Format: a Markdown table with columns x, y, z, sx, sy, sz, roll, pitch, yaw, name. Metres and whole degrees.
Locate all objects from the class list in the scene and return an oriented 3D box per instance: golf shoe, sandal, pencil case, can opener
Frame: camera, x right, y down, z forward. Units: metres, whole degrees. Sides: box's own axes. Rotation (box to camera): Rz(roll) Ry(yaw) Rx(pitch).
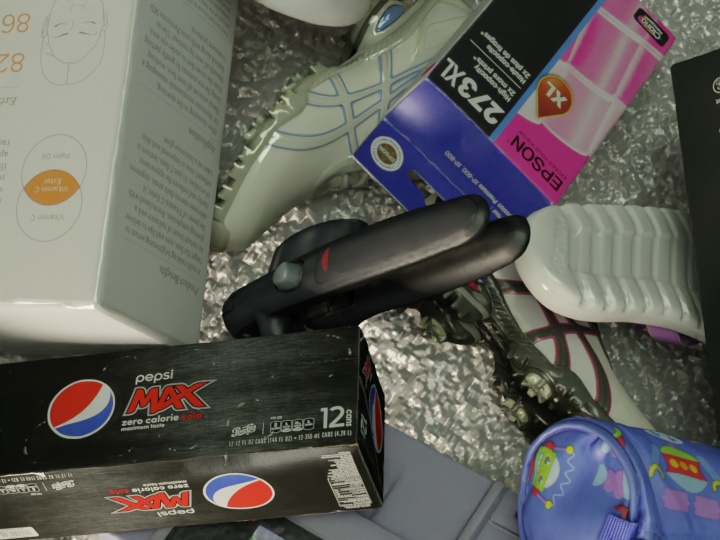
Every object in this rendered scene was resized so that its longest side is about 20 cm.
| x | y | z | sx | sy | sz | roll | pitch | yaw | name |
| --- | --- | --- | --- | --- | --- | --- | --- | --- | --- |
| 0.001 | -0.071 | 0.892 | 0.097 | 0.078 | 0.200 | 42 | 78 | 0 | golf shoe |
| 0.100 | 0.033 | 0.873 | 0.200 | 0.077 | 0.088 | 46 | 66 | 5 | golf shoe |
| 0.154 | 0.008 | 0.873 | 0.202 | 0.050 | 0.083 | 15 | 54 | -31 | sandal |
| 0.166 | 0.123 | 0.802 | 0.200 | 0.087 | 0.078 | 13 | 110 | -36 | pencil case |
| 0.000 | 0.000 | 0.814 | 0.063 | 0.200 | 0.079 | 10 | 73 | -34 | can opener |

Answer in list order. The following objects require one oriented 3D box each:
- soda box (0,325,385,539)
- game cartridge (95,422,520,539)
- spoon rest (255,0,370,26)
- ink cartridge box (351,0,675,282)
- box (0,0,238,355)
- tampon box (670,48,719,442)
| x | y | z | sx | sy | sz | roll | pitch | yaw | name |
| --- | --- | --- | --- | --- | --- | --- | --- | --- | --- |
| -0.090 | 0.080 | 0.805 | 0.200 | 0.063 | 0.071 | -6 | 51 | 10 | soda box |
| -0.018 | 0.129 | 0.820 | 0.200 | 0.038 | 0.130 | 26 | 60 | 21 | game cartridge |
| -0.046 | -0.192 | 0.893 | 0.099 | 0.061 | 0.200 | 15 | 40 | -23 | spoon rest |
| 0.085 | -0.093 | 0.878 | 0.095 | 0.037 | 0.200 | 44 | 57 | -8 | ink cartridge box |
| -0.159 | -0.065 | 0.835 | 0.152 | 0.106 | 0.200 | 0 | 75 | 21 | box |
| 0.258 | -0.013 | 0.832 | 0.150 | 0.126 | 0.200 | 13 | 67 | -45 | tampon box |
